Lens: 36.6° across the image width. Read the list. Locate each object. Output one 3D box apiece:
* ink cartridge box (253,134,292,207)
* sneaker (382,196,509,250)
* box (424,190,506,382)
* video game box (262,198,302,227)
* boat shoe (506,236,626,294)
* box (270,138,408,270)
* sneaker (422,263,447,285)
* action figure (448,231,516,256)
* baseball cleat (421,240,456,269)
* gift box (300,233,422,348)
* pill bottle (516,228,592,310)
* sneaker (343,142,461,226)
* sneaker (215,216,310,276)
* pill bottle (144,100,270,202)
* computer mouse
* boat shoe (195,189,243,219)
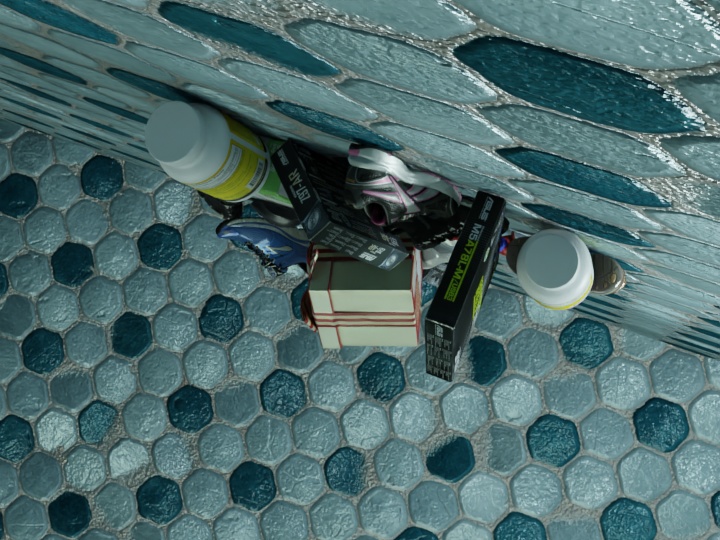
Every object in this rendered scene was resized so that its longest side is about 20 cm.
[{"bbox_3d":[-0.170,-0.163,1.700,0.199,0.085,0.145,18,178,23],"label":"ink cartridge box"},{"bbox_3d":[0.119,-0.064,1.560,0.199,0.088,0.076,18,178,35],"label":"sneaker"},{"bbox_3d":[0.137,0.025,1.439,0.047,0.194,0.200,17,156,11],"label":"box"},{"bbox_3d":[-0.148,-0.142,1.873,0.200,0.047,0.182,39,-177,18],"label":"video game box"},{"bbox_3d":[0.317,-0.001,1.678,0.199,0.076,0.072,20,-178,35],"label":"boat shoe"},{"bbox_3d":[-0.029,-0.093,1.593,0.199,0.043,0.161,20,-143,-52],"label":"box"},{"bbox_3d":[0.164,-0.023,2.023,0.075,0.115,0.199,19,179,-34],"label":"sneaker"},{"bbox_3d":[0.216,-0.047,1.750,0.065,0.052,0.199,25,-173,34],"label":"action figure"},{"bbox_3d":[0.072,-0.063,1.847,0.199,0.107,0.070,21,-162,15],"label":"baseball cleat"},{"bbox_3d":[0.000,0.000,1.740,0.185,0.186,0.201,-1,138,9],"label":"gift box"},{"bbox_3d":[0.274,-0.002,1.531,0.103,0.105,0.200,19,178,14],"label":"pill bottle"},{"bbox_3d":[0.044,-0.095,1.397,0.199,0.087,0.080,19,180,-42],"label":"sneaker"},{"bbox_3d":[-0.149,-0.037,1.826,0.198,0.090,0.078,15,175,-22],"label":"sneaker"},{"bbox_3d":[-0.215,-0.169,1.530,0.112,0.113,0.200,18,178,22],"label":"pill bottle"},{"bbox_3d":[-0.184,-0.105,1.748,0.198,0.034,0.059,18,-177,15],"label":"computer mouse"},{"bbox_3d":[-0.252,-0.148,1.903,0.073,0.061,0.200,-16,-148,-25],"label":"boat shoe"}]
